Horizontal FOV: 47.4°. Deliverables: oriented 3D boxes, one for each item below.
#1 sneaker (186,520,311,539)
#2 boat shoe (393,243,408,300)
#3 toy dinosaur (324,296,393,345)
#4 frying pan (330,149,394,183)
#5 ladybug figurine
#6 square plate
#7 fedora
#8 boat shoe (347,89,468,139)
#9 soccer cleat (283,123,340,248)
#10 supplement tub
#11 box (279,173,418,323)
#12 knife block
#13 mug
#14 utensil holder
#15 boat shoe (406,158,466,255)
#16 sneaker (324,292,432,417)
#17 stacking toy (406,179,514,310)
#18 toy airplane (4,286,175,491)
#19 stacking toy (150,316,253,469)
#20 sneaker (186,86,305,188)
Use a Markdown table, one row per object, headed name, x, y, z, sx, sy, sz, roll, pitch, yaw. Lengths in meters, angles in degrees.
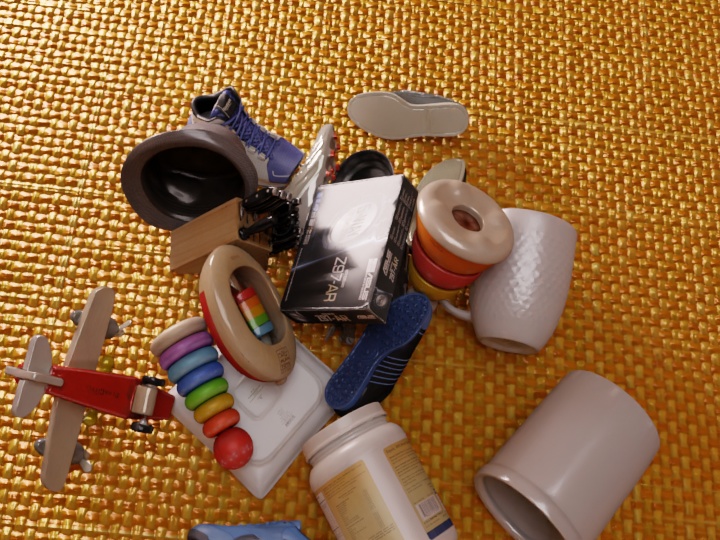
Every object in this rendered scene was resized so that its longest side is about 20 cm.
| name | x | y | z | sx | sy | sz | roll | pitch | yaw |
| --- | --- | --- | --- | --- | --- | --- | --- | --- | --- |
| sneaker | -0.125 | 0.356 | 1.064 | 0.195 | 0.066 | 0.080 | 18 | 56 | 1 |
| boat shoe | 0.041 | -0.013 | 1.230 | 0.065 | 0.057 | 0.205 | -9 | 61 | 29 |
| toy dinosaur | 0.000 | 0.000 | 1.164 | 0.100 | 0.077 | 0.205 | 1 | 71 | 27 |
| frying pan | 0.011 | -0.095 | 1.238 | 0.113 | 0.031 | 0.194 | -22 | 63 | 21 |
| ladybug figurine | -0.158 | 0.066 | 1.113 | 0.071 | 0.135 | 0.204 | -28 | 85 | 30 |
| square plate | -0.143 | 0.173 | 1.147 | 0.197 | 0.029 | 0.200 | 40 | 71 | 10 |
| fedora | -0.243 | -0.149 | 1.200 | 0.195 | 0.179 | 0.092 | -14 | 42 | 15 |
| boat shoe | 0.077 | -0.255 | 1.327 | 0.194 | 0.075 | 0.062 | 5 | 25 | 4 |
| soccer cleat | -0.080 | -0.132 | 1.246 | 0.075 | 0.069 | 0.205 | 9 | 74 | 10 |
| supplement tub | 0.020 | 0.289 | 1.057 | 0.142 | 0.145 | 0.203 | -25 | 73 | -14 |
| box | -0.015 | -0.027 | 1.125 | 0.157 | 0.043 | 0.204 | -2 | 61 | 38 |
| knife block | -0.178 | -0.059 | 1.152 | 0.194 | 0.176 | 0.066 | -2 | 67 | -6 |
| mug | 0.204 | 0.019 | 1.189 | 0.195 | 0.148 | 0.180 | 7 | 74 | 21 |
| utensil holder | 0.273 | 0.258 | 1.084 | 0.170 | 0.171 | 0.200 | 42 | 69 | 11 |
| boat shoe | 0.119 | -0.090 | 1.262 | 0.070 | 0.068 | 0.203 | 3 | 52 | 27 |
| sneaker | 0.032 | 0.121 | 1.138 | 0.200 | 0.078 | 0.070 | -47 | 56 | -3 |
| stacking toy | 0.110 | -0.011 | 1.142 | 0.143 | 0.202 | 0.148 | 16 | 43 | -16 |
| toy airplane | -0.366 | 0.153 | 1.072 | 0.198 | 0.140 | 0.203 | -33 | 104 | -27 |
| stacking toy | -0.200 | 0.168 | 1.092 | 0.084 | 0.086 | 0.203 | -28 | 80 | -15 |
| sneaker | -0.183 | -0.207 | 1.241 | 0.196 | 0.116 | 0.082 | 27 | 69 | 5 |
